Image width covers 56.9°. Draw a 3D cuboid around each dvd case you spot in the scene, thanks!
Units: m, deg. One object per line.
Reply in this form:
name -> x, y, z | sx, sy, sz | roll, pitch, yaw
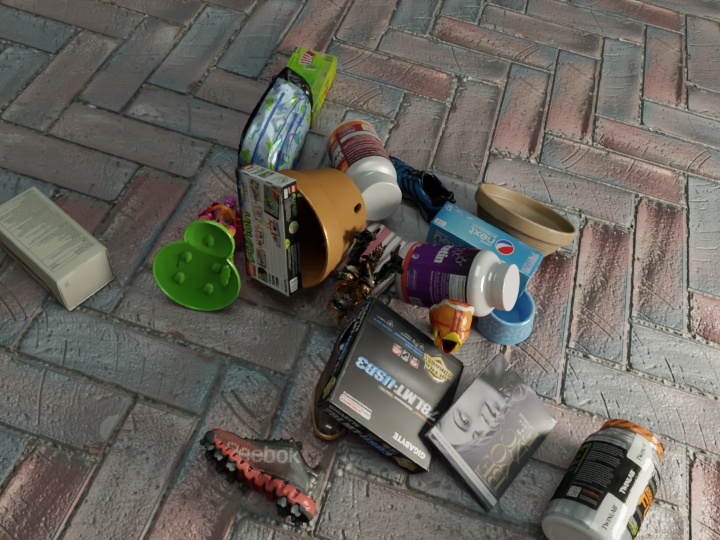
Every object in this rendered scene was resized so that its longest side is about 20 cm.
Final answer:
dvd case -> 0.210, 0.248, 1.047 | 0.200, 0.016, 0.149 | -40, 89, -29

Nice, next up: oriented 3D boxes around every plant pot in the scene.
plant pot -> 0.296, -0.080, 1.254 | 0.199, 0.093, 0.201 | 20, 24, -9
plant pot -> -0.083, -0.091, 1.147 | 0.200, 0.201, 0.140 | 39, 47, 20

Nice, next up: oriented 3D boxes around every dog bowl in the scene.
dog bowl -> 0.239, 0.039, 1.210 | 0.110, 0.050, 0.201 | -22, 60, -21

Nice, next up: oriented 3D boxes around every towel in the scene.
towel -> -0.009, -0.044, 1.252 | 0.199, 0.030, 0.146 | 38, 59, 15

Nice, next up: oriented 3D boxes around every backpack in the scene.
backpack -> -0.168, -0.266, 1.313 | 0.153, 0.163, 0.201 | 38, 64, 2

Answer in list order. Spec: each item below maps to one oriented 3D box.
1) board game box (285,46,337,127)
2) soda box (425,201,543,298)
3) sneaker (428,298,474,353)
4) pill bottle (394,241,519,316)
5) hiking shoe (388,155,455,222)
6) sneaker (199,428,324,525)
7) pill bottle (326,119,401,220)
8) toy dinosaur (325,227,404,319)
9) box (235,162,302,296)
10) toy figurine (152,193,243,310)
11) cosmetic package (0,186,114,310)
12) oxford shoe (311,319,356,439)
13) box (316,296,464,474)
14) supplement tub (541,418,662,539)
board game box -> -0.127, -0.413, 1.484 | 0.100, 0.048, 0.202 | 15, 54, 3
soda box -> 0.219, -0.038, 1.189 | 0.199, 0.068, 0.064 | 32, 57, 15
sneaker -> 0.139, 0.096, 1.079 | 0.072, 0.200, 0.078 | 16, 81, 9
pill bottle -> 0.164, 0.015, 1.137 | 0.198, 0.113, 0.113 | 8, 49, 32
hiking shoe -> 0.117, -0.177, 1.324 | 0.074, 0.087, 0.200 | -36, 66, -28
sneaker -> -0.138, 0.280, 0.975 | 0.199, 0.071, 0.098 | 29, 56, 10
pill bottle -> 0.007, -0.196, 1.293 | 0.108, 0.110, 0.201 | -9, 47, -14
toy dinosaur -> 0.000, 0.000, 1.138 | 0.101, 0.136, 0.201 | 24, 39, -17
box -> -0.150, -0.066, 1.095 | 0.109, 0.202, 0.035 | 24, 39, 33
toy figurine -> -0.253, -0.064, 1.149 | 0.149, 0.201, 0.185 | 21, 41, -10
cosmetic package -> -0.530, -0.039, 1.139 | 0.199, 0.088, 0.103 | 37, 57, 19
oxford shoe -> -0.034, 0.169, 1.065 | 0.070, 0.073, 0.202 | 13, 54, 2
box -> 0.053, 0.178, 1.038 | 0.199, 0.050, 0.200 | 38, 52, -14
supplement tub -> 0.362, 0.325, 0.978 | 0.122, 0.123, 0.200 | 34, 58, 16
